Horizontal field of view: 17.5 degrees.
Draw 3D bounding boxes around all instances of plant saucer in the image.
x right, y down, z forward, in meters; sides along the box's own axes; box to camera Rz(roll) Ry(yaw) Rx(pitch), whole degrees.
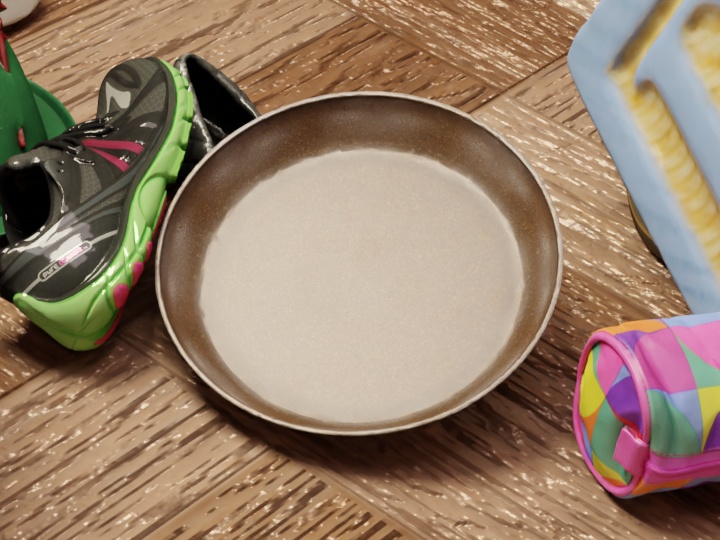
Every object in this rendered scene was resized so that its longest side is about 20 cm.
[{"bbox_3d":[0.000,0.000,1.143,0.198,0.032,0.201,-2,57,4],"label":"plant saucer"}]

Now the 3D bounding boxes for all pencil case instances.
[{"bbox_3d":[0.202,0.058,1.114,0.198,0.089,0.089,-6,39,-17],"label":"pencil case"}]

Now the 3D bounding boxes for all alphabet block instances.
[{"bbox_3d":[0.257,-0.098,1.179,0.199,0.197,0.196,-7,61,-33],"label":"alphabet block"}]

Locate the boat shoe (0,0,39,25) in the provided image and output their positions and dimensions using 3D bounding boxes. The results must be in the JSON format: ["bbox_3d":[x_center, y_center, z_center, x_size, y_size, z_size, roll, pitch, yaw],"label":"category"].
[{"bbox_3d":[-0.285,-0.175,1.329,0.199,0.075,0.092,5,-3,-42],"label":"boat shoe"}]

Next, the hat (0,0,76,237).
[{"bbox_3d":[-0.222,-0.140,1.204,0.164,0.177,0.200,-5,39,-19],"label":"hat"}]

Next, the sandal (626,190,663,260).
[{"bbox_3d":[0.183,-0.060,1.285,0.080,0.054,0.201,-3,40,-15],"label":"sandal"}]

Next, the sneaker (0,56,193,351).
[{"bbox_3d":[-0.137,-0.049,1.171,0.083,0.077,0.201,24,38,-10],"label":"sneaker"}]

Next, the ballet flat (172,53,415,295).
[{"bbox_3d":[-0.044,-0.043,1.214,0.066,0.057,0.200,-25,49,-37],"label":"ballet flat"}]
